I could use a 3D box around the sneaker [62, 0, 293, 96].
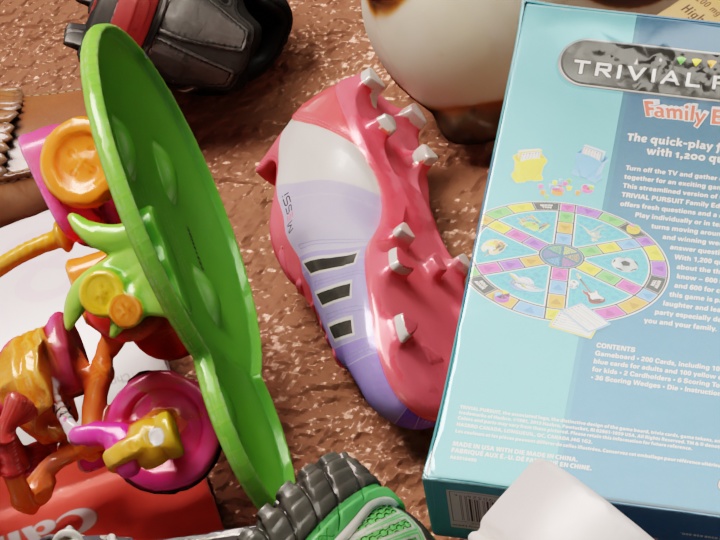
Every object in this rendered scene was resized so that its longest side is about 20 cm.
[{"bbox_3d":[-0.081,-0.128,1.304,0.098,0.071,0.200,20,17,-9],"label":"sneaker"}]

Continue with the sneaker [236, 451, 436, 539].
[{"bbox_3d":[-0.039,0.155,0.935,0.085,0.078,0.200,38,71,13],"label":"sneaker"}]

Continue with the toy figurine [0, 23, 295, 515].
[{"bbox_3d":[-0.141,0.032,1.064,0.184,0.150,0.200,-22,79,9],"label":"toy figurine"}]

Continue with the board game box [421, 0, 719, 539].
[{"bbox_3d":[0.115,0.005,0.982,0.151,0.047,0.200,7,60,10],"label":"board game box"}]

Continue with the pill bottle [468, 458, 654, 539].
[{"bbox_3d":[0.023,0.160,0.825,0.200,0.113,0.113,-49,44,-5],"label":"pill bottle"}]

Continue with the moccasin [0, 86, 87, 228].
[{"bbox_3d":[-0.197,-0.060,1.253,0.201,0.078,0.074,-4,39,15],"label":"moccasin"}]

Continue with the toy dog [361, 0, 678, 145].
[{"bbox_3d":[0.097,-0.135,1.206,0.200,0.140,0.194,-27,33,5],"label":"toy dog"}]

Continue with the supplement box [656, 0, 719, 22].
[{"bbox_3d":[0.172,-0.055,1.094,0.200,0.074,0.126,-34,59,-21],"label":"supplement box"}]

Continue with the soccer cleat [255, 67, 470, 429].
[{"bbox_3d":[0.000,0.000,1.135,0.076,0.067,0.200,-38,38,24],"label":"soccer cleat"}]

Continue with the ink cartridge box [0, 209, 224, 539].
[{"bbox_3d":[-0.151,0.062,1.114,0.162,0.057,0.200,-20,33,-5],"label":"ink cartridge box"}]

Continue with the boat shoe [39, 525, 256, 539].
[{"bbox_3d":[-0.103,0.127,1.002,0.200,0.063,0.073,-18,35,-4],"label":"boat shoe"}]
